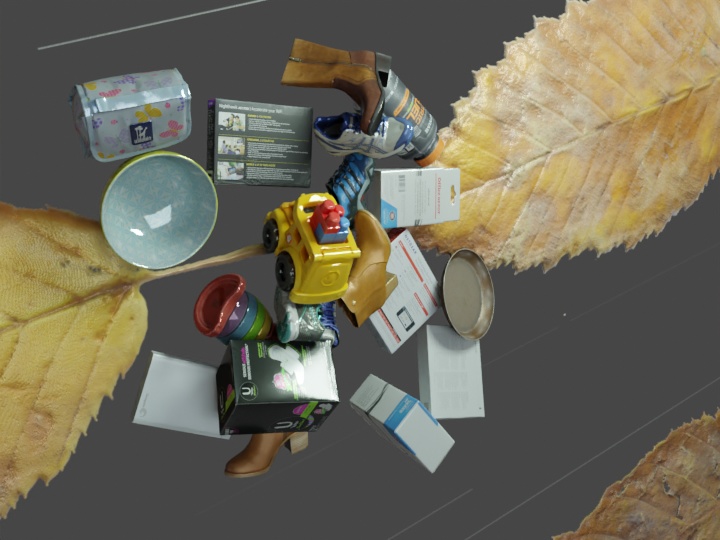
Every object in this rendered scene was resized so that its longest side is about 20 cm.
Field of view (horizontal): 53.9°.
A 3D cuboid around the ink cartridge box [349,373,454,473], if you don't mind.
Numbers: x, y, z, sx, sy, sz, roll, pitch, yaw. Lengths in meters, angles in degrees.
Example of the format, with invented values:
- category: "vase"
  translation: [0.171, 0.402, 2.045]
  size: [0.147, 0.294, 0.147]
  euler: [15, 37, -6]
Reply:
- category: "ink cartridge box"
  translation: [0.084, 0.318, 1.493]
  size: [0.084, 0.199, 0.146]
  euler: [-48, 117, -14]

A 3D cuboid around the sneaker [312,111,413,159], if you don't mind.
- category: "sneaker"
  translation: [0.001, -0.260, 1.337]
  size: [0.088, 0.194, 0.078]
  euler: [38, 52, -63]

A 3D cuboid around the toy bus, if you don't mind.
- category: "toy bus"
  translation: [-0.084, -0.072, 1.292]
  size: [0.132, 0.203, 0.194]
  euler: [-7, 145, -30]

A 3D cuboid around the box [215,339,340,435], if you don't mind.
- category: "box"
  translation: [-0.157, 0.218, 1.310]
  size: [0.195, 0.149, 0.127]
  euler: [4, 56, -24]

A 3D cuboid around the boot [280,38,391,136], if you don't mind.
- category: "boot"
  translation: [-0.048, -0.339, 1.290]
  size: [0.194, 0.069, 0.193]
  euler: [9, 67, -1]

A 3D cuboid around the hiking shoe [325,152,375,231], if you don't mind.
- category: "hiking shoe"
  translation: [-0.025, -0.181, 1.408]
  size: [0.085, 0.074, 0.206]
  euler: [3, 98, -29]

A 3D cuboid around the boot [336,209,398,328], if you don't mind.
- category: "boot"
  translation: [0.000, 0.000, 1.391]
  size: [0.144, 0.070, 0.205]
  euler: [-42, 124, -31]

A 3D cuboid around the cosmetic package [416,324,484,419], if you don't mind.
- category: "cosmetic package"
  translation: [0.202, 0.228, 1.589]
  size: [0.147, 0.051, 0.206]
  euler: [4, 77, -27]

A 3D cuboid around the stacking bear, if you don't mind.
- category: "stacking bear"
  translation: [-0.211, 0.107, 1.343]
  size: [0.200, 0.112, 0.123]
  euler: [42, 71, -39]

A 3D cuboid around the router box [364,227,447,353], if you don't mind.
- category: "router box"
  translation: [0.072, 0.042, 1.520]
  size: [0.179, 0.049, 0.202]
  euler: [-40, 116, -17]

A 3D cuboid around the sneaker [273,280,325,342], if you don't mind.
- category: "sneaker"
  translation: [-0.115, 0.068, 1.345]
  size: [0.089, 0.203, 0.079]
  euler: [13, 126, -20]

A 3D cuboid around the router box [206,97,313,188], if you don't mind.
- category: "router box"
  translation: [-0.186, -0.234, 1.322]
  size: [0.195, 0.051, 0.154]
  euler: [-1, 98, -29]

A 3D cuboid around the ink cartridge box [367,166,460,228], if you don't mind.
- category: "ink cartridge box"
  translation: [0.112, -0.157, 1.493]
  size: [0.195, 0.066, 0.120]
  euler: [-6, 102, -27]

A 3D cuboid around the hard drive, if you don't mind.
- category: "hard drive"
  translation: [-0.323, 0.241, 1.352]
  size: [0.196, 0.027, 0.135]
  euler: [18, 90, -30]

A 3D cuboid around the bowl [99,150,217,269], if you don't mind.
- category: "bowl"
  translation: [-0.354, -0.116, 1.211]
  size: [0.196, 0.107, 0.205]
  euler: [-15, 121, -27]

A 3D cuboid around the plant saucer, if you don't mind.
- category: "plant saucer"
  translation: [0.235, 0.055, 1.587]
  size: [0.197, 0.032, 0.207]
  euler: [12, 73, -45]

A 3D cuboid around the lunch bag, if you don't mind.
- category: "lunch bag"
  translation: [-0.367, -0.248, 1.129]
  size: [0.166, 0.199, 0.131]
  euler: [-18, 99, -25]

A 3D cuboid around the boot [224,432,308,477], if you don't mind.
- category: "boot"
  translation: [-0.192, 0.309, 1.407]
  size: [0.196, 0.076, 0.160]
  euler: [-17, 109, -27]

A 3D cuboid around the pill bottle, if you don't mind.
- category: "pill bottle"
  translation: [0.084, -0.299, 1.428]
  size: [0.199, 0.106, 0.107]
  euler: [41, 80, -29]

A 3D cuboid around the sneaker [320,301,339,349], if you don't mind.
- category: "sneaker"
  translation: [-0.072, 0.097, 1.412]
  size: [0.079, 0.114, 0.205]
  euler: [18, 91, -30]
